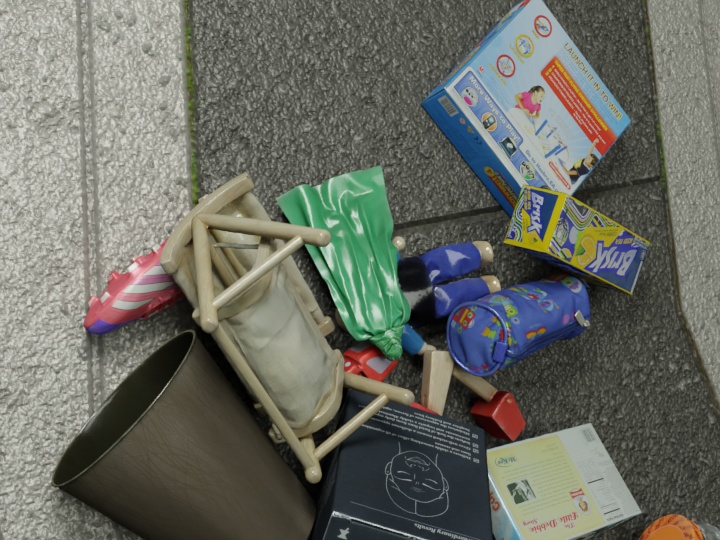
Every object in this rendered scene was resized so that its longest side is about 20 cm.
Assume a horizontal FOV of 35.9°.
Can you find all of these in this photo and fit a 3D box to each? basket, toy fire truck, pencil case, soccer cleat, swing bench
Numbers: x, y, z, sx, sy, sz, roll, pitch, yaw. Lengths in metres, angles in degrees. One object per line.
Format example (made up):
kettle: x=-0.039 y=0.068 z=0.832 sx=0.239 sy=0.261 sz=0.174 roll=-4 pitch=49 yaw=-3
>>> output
basket: x=-0.145 y=0.188 z=1.013 sx=0.181 sy=0.136 sz=0.200 roll=-47 pitch=109 yaw=-9
toy fire truck: x=0.071 y=0.134 z=1.173 sx=0.141 sy=0.049 sz=0.201 roll=-44 pitch=108 yaw=-18
pencil case: x=0.179 y=0.057 z=1.212 sx=0.199 sy=0.086 sz=0.079 roll=-15 pitch=120 yaw=-48
soccer cleat: x=-0.178 y=0.004 z=1.069 sx=0.200 sy=0.066 sz=0.077 roll=-46 pitch=108 yaw=-30
swing bench: x=-0.078 y=0.047 z=1.016 sx=0.129 sy=0.200 sz=0.200 roll=-36 pitch=121 yaw=-11

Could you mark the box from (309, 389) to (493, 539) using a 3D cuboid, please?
box: x=0.036 y=0.224 z=1.038 sx=0.146 sy=0.201 sz=0.108 roll=17 pitch=115 yaw=-4

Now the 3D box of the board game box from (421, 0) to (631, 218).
board game box: x=0.200 y=-0.187 z=1.317 sx=0.201 sy=0.056 sz=0.196 roll=50 pitch=62 yaw=-12

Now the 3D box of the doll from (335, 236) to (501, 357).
doll: x=0.062 y=0.029 z=1.203 sx=0.198 sy=0.048 sz=0.139 roll=-15 pitch=94 yaw=-30

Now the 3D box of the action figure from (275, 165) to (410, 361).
action figure: x=0.000 y=0.000 z=1.136 sx=0.116 sy=0.055 sz=0.202 roll=-19 pitch=69 yaw=-5

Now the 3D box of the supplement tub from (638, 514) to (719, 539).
supplement tub: x=0.415 y=0.375 z=1.291 sx=0.199 sy=0.122 sz=0.124 roll=37 pitch=65 yaw=-18

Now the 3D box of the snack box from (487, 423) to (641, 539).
snack box: x=0.209 y=0.239 z=1.205 sx=0.198 sy=0.037 sz=0.117 roll=-4 pitch=58 yaw=-42

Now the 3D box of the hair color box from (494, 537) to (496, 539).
hair color box: x=0.117 y=0.359 z=1.163 sx=0.198 sy=0.060 sz=0.101 roll=-27 pitch=91 yaw=-31

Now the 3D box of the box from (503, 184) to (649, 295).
box: x=0.249 y=-0.032 z=1.264 sx=0.199 sy=0.064 sz=0.071 roll=21 pitch=88 yaw=-47
